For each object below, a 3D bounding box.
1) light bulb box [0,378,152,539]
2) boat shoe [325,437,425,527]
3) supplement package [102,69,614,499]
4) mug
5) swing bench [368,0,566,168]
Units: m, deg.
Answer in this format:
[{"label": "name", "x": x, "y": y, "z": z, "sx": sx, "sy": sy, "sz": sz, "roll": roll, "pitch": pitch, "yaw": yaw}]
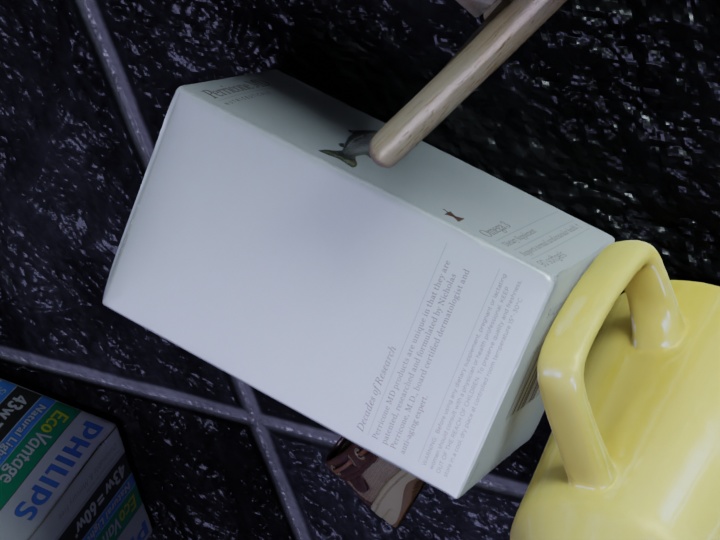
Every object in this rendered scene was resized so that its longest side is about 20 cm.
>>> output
[{"label": "light bulb box", "x": -0.286, "y": 0.181, "z": 1.365, "sx": 0.199, "sy": 0.199, "sz": 0.125, "roll": 17, "pitch": 141, "yaw": 25}, {"label": "boat shoe", "x": 0.019, "y": 0.072, "z": 1.085, "sx": 0.072, "sy": 0.072, "sz": 0.200, "roll": 32, "pitch": 151, "yaw": 7}, {"label": "supplement package", "x": 0.000, "y": 0.000, "z": 0.942, "sx": 0.199, "sy": 0.117, "sz": 0.118, "roll": 27, "pitch": 109, "yaw": 15}, {"label": "mug", "x": 0.133, "y": 0.098, "z": 0.937, "sx": 0.186, "sy": 0.153, "sz": 0.149, "roll": 43, "pitch": 146, "yaw": -6}, {"label": "swing bench", "x": 0.016, "y": -0.182, "z": 0.755, "sx": 0.199, "sy": 0.130, "sz": 0.200, "roll": 43, "pitch": 139, "yaw": -6}]
